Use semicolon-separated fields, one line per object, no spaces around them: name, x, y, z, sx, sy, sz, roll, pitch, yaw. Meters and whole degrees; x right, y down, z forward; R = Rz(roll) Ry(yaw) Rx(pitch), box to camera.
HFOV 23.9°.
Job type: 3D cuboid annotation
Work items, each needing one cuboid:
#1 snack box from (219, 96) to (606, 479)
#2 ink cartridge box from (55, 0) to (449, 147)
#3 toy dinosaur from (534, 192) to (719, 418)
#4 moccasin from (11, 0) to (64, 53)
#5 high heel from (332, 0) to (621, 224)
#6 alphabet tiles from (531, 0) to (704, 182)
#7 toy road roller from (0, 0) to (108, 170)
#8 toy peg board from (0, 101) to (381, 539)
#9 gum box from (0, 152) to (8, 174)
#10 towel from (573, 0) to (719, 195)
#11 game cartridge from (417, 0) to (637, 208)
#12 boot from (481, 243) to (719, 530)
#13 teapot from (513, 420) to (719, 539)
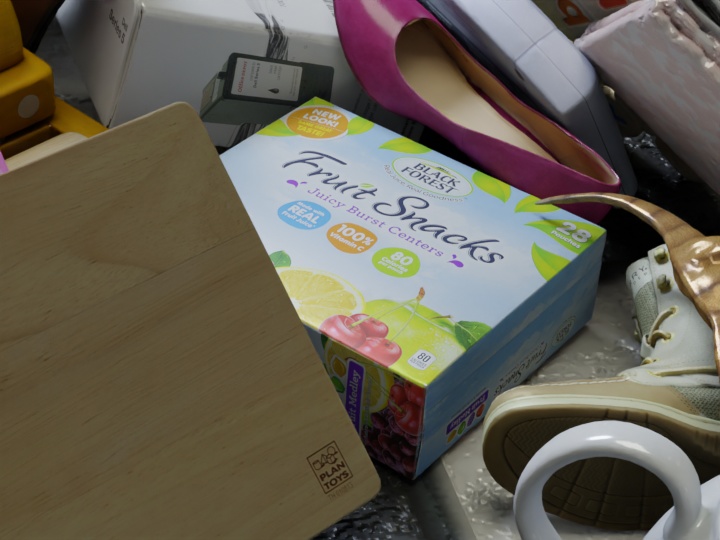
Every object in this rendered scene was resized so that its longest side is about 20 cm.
snack box;0.000;0.000;0.891;0.200;0.068;0.168;29;43;27
ink cartridge box;-0.068;-0.142;1.019;0.199;0.084;0.146;5;33;-28
toy dinosaur;0.169;-0.002;0.806;0.106;0.061;0.200;-2;35;-16
moccasin;-0.185;-0.193;0.944;0.077;0.201;0.074;26;63;-17
high heel;0.065;-0.103;0.933;0.200;0.096;0.067;51;55;-1
alphabet tiles;0.157;-0.125;0.976;0.015;0.200;0.195;-47;17;-13
toy road roller;-0.217;-0.088;0.915;0.123;0.146;0.200;-31;49;-34
toy peg board;-0.128;0.060;0.746;0.200;0.098;0.200;-28;92;-35
gum box;-0.223;-0.057;0.758;0.066;0.200;0.114;-28;79;7
towel;0.203;-0.064;0.871;0.200;0.032;0.191;45;-2;-3
game cartridge;0.085;-0.133;1.013;0.040;0.133;0.200;-41;55;1
boot;0.146;0.049;0.838;0.199;0.072;0.155;3;37;-11
teapot;0.188;0.135;0.665;0.199;0.147;0.198;-13;40;-21
